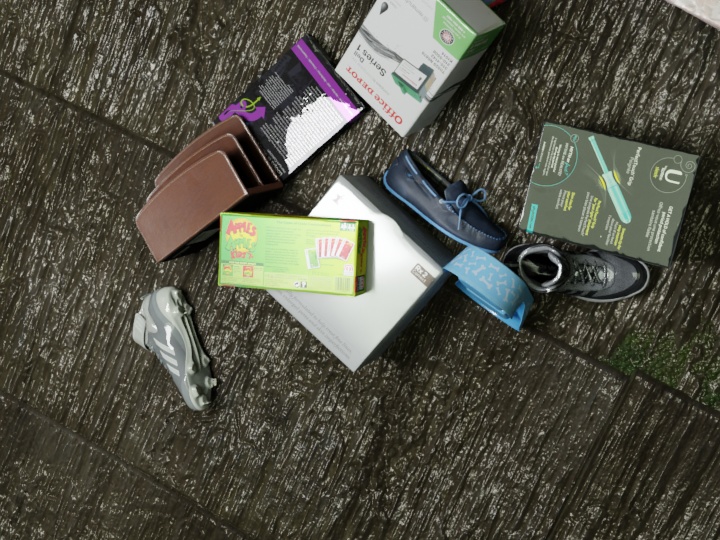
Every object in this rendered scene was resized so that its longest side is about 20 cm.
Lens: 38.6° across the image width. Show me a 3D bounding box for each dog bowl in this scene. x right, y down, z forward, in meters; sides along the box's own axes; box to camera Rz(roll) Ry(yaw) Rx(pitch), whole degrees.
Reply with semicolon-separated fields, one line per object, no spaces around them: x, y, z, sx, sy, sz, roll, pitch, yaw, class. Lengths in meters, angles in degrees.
0.178;0.022;1.383;0.111;0.200;0.050;37;89;21;dog bowl

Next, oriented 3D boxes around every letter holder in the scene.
-0.241;-0.126;1.523;0.200;0.101;0.142;-33;85;29;letter holder

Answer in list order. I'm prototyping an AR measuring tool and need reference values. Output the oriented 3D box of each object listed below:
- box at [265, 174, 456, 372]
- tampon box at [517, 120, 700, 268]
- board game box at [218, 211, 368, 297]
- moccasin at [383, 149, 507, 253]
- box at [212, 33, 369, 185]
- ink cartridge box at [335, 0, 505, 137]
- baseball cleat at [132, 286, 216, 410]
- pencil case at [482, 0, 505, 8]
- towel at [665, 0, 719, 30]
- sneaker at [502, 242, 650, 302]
0.000;0.000;1.465;0.199;0.131;0.200;43;105;10;box
0.328;-0.102;1.356;0.200;0.126;0.150;16;100;14;tampon box
-0.092;-0.024;1.399;0.200;0.048;0.102;4;96;18;board game box
0.122;-0.098;1.442;0.200;0.080;0.068;33;116;10;moccasin
-0.105;-0.230;1.525;0.200;0.036;0.143;-39;83;16;box
0.076;-0.302;1.394;0.146;0.084;0.200;46;133;9;ink cartridge box
-0.294;0.128;1.609;0.106;0.070;0.200;-18;80;25;baseball cleat
0.214;-0.419;1.384;0.200;0.088;0.088;-19;90;17;pencil case
0.507;-0.401;1.321;0.191;0.032;0.200;31;103;13;towel
0.288;0.005;1.379;0.200;0.114;0.076;6;93;11;sneaker
